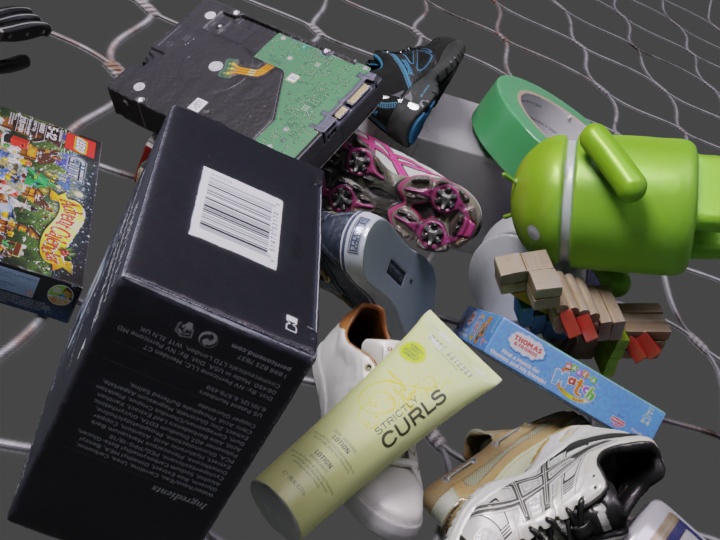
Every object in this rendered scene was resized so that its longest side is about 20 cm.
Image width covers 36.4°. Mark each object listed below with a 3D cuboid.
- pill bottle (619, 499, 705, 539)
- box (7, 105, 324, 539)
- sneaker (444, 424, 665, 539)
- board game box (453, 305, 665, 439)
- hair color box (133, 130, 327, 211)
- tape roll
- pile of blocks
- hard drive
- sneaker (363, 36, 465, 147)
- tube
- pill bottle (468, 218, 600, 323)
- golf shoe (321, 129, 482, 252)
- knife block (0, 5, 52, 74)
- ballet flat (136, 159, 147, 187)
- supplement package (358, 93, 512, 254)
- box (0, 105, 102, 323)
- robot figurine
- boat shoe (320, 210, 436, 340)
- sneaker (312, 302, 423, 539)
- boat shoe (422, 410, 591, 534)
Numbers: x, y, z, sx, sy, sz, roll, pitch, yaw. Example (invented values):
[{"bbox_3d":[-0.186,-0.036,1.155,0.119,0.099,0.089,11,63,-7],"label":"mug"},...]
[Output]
[{"bbox_3d":[0.251,0.270,0.773,0.200,0.112,0.111,41,32,17],"label":"pill bottle"},{"bbox_3d":[-0.115,0.041,0.684,0.116,0.201,0.198,23,31,-15],"label":"box"},{"bbox_3d":[0.136,0.170,0.759,0.199,0.087,0.076,-38,107,-34],"label":"sneaker"},{"bbox_3d":[0.162,0.086,0.944,0.150,0.037,0.200,30,-1,-3],"label":"board game box"},{"bbox_3d":[-0.091,-0.089,0.998,0.198,0.064,0.112,28,54,-8],"label":"hair color box"},{"bbox_3d":[0.206,-0.119,1.125,0.199,0.048,0.201,30,26,-16],"label":"tape roll"},{"bbox_3d":[0.189,0.051,0.944,0.198,0.082,0.063,23,33,-29],"label":"pile of blocks"},{"bbox_3d":[-0.098,-0.151,0.934,0.198,0.038,0.140,26,59,25],"label":"hard drive"},{"bbox_3d":[0.046,-0.192,1.058,0.081,0.074,0.200,30,30,1],"label":"sneaker"},{"bbox_3d":[0.010,0.106,0.771,0.199,0.052,0.059,-36,112,-30],"label":"tube"},{"bbox_3d":[0.183,-0.008,1.099,0.111,0.112,0.199,41,26,17],"label":"pill bottle"},{"bbox_3d":[0.014,-0.075,0.966,0.198,0.073,0.092,29,10,9],"label":"golf shoe"},{"bbox_3d":[-0.354,-0.191,0.941,0.173,0.064,0.201,14,35,-26],"label":"knife block"},{"bbox_3d":[-0.130,-0.014,0.893,0.200,0.068,0.075,43,41,11],"label":"ballet flat"},{"bbox_3d":[0.059,-0.112,1.144,0.198,0.121,0.122,12,35,-29],"label":"supplement package"},{"bbox_3d":[-0.275,-0.056,0.842,0.135,0.038,0.201,18,33,-21],"label":"box"},{"bbox_3d":[0.220,-0.058,0.948,0.197,0.176,0.117,5,62,11],"label":"robot figurine"},{"bbox_3d":[0.000,0.000,0.934,0.090,0.072,0.200,14,-19,26],"label":"boat shoe"},{"bbox_3d":[0.011,0.104,0.826,0.072,0.085,0.201,14,36,-30],"label":"sneaker"},{"bbox_3d":[0.117,0.150,0.874,0.076,0.072,0.199,32,28,25],"label":"boat shoe"}]
